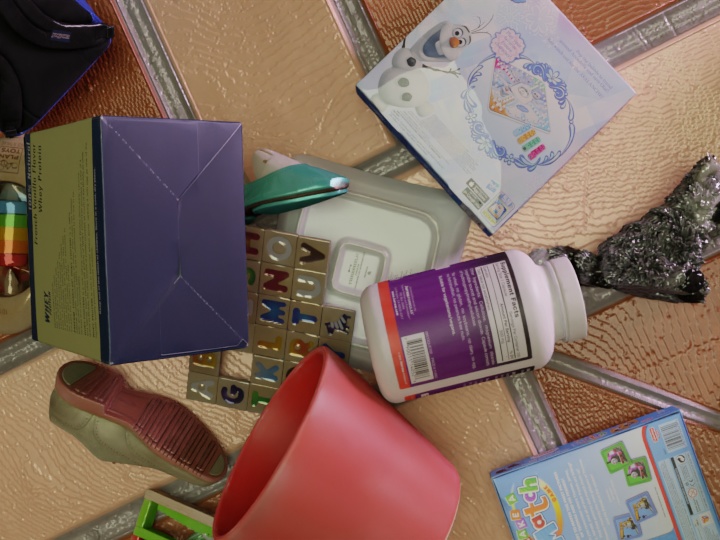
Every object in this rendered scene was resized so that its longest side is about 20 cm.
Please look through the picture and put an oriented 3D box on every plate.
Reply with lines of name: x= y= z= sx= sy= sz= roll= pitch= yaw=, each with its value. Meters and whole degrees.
plate: x=0.000 y=0.000 z=0.928 sx=0.196 sy=0.032 sz=0.203 roll=14 pitch=91 yaw=3

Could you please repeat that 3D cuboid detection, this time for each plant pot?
plant pot: x=-0.016 y=0.203 z=0.858 sx=0.176 sy=0.200 sz=0.202 roll=33 pitch=93 yaw=-12

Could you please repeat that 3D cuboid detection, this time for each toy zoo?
toy zoo: x=-0.192 y=0.339 z=0.914 sx=0.129 sy=0.020 sz=0.203 roll=15 pitch=82 yaw=25

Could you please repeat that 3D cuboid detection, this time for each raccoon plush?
raccoon plush: x=0.269 y=-0.048 z=0.881 sx=0.196 sy=0.097 sz=0.137 roll=10 pitch=84 yaw=4

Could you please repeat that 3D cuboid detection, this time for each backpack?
backpack: x=-0.372 y=-0.252 z=0.860 sx=0.163 sy=0.200 sz=0.168 roll=-49 pitch=56 yaw=1

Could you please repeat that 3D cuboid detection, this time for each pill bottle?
pill bottle: x=0.104 y=0.048 z=0.851 sx=0.196 sy=0.112 sz=0.115 roll=-14 pitch=90 yaw=2

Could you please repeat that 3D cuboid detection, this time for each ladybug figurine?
ladybug figurine: x=-0.350 y=-0.038 z=0.933 sx=0.133 sy=0.072 sz=0.204 roll=7 pitch=91 yaw=5

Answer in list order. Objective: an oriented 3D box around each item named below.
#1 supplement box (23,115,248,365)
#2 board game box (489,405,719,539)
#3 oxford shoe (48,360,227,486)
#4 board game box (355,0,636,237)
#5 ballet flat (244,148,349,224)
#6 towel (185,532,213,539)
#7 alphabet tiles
supplement box: x=-0.210 y=-0.031 z=0.838 sx=0.133 sy=0.198 sz=0.204 roll=-4 pitch=94 yaw=-37
board game box: x=0.246 y=0.242 z=0.909 sx=0.197 sy=0.037 sz=0.154 roll=-20 pitch=89 yaw=4
oxford shoe: x=-0.229 y=0.170 z=0.940 sx=0.198 sy=0.071 sz=0.074 roll=32 pitch=118 yaw=3
board game box: x=0.132 y=-0.175 z=0.904 sx=0.199 sy=0.043 sz=0.200 roll=-43 pitch=87 yaw=-1
ballet flat: x=-0.107 y=-0.080 z=0.900 sx=0.197 sy=0.067 sz=0.072 roll=-18 pitch=86 yaw=23
towel: x=-0.106 y=0.317 z=0.943 sx=0.199 sy=0.023 sz=0.154 roll=-36 pitch=87 yaw=4
alphabet tiles: x=-0.089 y=0.056 z=0.912 sx=0.164 sy=0.008 sz=0.203 roll=10 pitch=112 yaw=4
